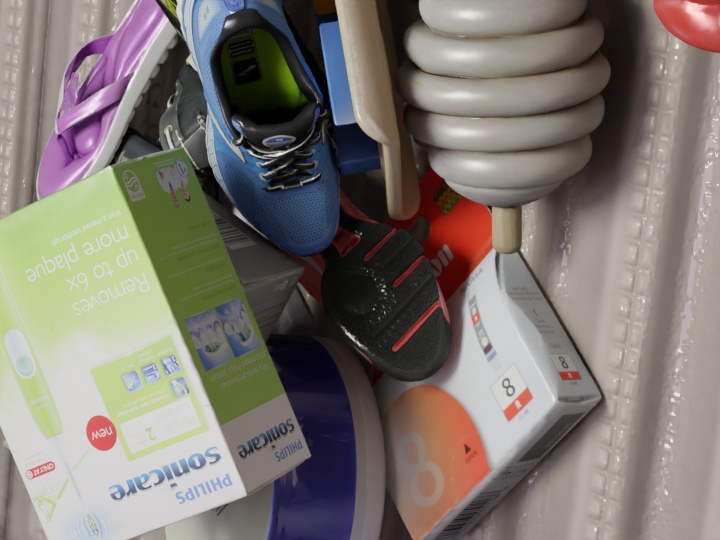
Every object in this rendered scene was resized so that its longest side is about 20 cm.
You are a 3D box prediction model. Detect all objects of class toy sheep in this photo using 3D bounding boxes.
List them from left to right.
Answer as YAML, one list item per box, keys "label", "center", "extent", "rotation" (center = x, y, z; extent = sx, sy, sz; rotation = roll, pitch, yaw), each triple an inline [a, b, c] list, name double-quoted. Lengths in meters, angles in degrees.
- label: "toy sheep"
  center: [0.082, -0.108, 1.169]
  extent: [0.138, 0.138, 0.201]
  rotation: [14, 119, 47]

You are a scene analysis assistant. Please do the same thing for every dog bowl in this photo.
- label: "dog bowl"
  center: [-0.061, 0.142, 1.337]
  extent: [0.200, 0.078, 0.201]
  rotation: [-23, 65, 61]

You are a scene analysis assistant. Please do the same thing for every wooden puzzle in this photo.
- label: "wooden puzzle"
  center: [-0.006, -0.138, 1.218]
  extent: [0.046, 0.200, 0.186]
  rotation: [-11, 77, 4]

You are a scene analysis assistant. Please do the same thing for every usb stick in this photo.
- label: "usb stick"
  center: [-0.164, -0.072, 1.477]
  extent: [0.200, 0.032, 0.056]
  rotation: [31, 106, 51]

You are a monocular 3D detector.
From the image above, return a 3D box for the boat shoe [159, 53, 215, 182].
- label: "boat shoe"
  center: [-0.110, -0.101, 1.363]
  extent: [0.068, 0.072, 0.200]
  rotation: [-41, 13, 2]

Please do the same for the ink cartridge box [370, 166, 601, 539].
- label: "ink cartridge box"
  center: [0.048, 0.047, 1.271]
  extent: [0.162, 0.050, 0.200]
  rotation: [-50, 60, 37]

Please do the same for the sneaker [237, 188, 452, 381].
- label: "sneaker"
  center: [0.000, 0.000, 1.289]
  extent: [0.074, 0.087, 0.200]
  rotation: [-40, 59, -2]

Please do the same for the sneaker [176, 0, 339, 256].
- label: "sneaker"
  center: [-0.057, -0.084, 1.188]
  extent: [0.089, 0.078, 0.201]
  rotation: [-112, 2, -54]

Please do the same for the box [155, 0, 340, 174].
- label: "box"
  center: [-0.093, -0.172, 1.326]
  extent: [0.047, 0.193, 0.200]
  rotation: [-41, 55, -3]

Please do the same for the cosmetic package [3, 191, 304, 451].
- label: "cosmetic package"
  center: [-0.132, 0.055, 1.265]
  extent: [0.107, 0.090, 0.201]
  rotation: [34, 111, 18]

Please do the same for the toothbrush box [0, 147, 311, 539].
- label: "toothbrush box"
  center: [-0.140, 0.050, 1.173]
  extent: [0.145, 0.086, 0.201]
  rotation: [-22, 92, 28]

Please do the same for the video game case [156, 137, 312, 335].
- label: "video game case"
  center: [-0.126, 0.010, 1.486]
  extent: [0.182, 0.023, 0.201]
  rotation: [-49, 59, 38]

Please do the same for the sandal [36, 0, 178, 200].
- label: "sandal"
  center: [-0.195, -0.142, 1.486]
  extent: [0.203, 0.050, 0.082]
  rotation: [-59, 37, 3]

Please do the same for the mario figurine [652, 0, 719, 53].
- label: "mario figurine"
  center: [0.185, -0.214, 1.058]
  extent: [0.123, 0.106, 0.201]
  rotation: [-16, 79, 46]
